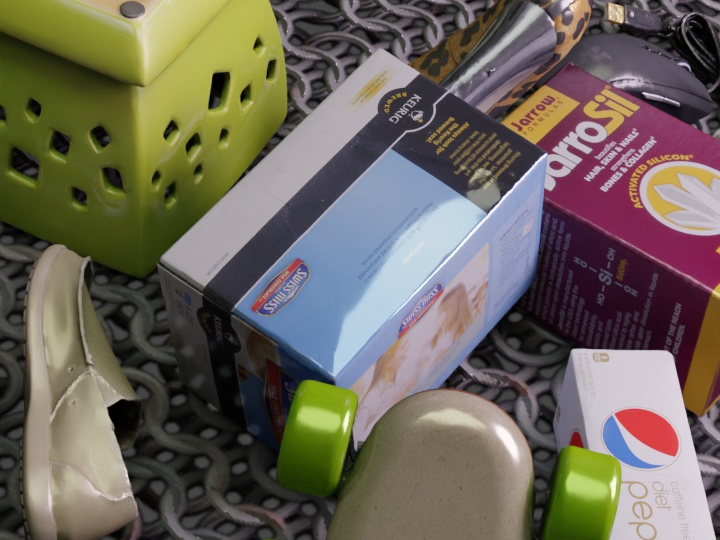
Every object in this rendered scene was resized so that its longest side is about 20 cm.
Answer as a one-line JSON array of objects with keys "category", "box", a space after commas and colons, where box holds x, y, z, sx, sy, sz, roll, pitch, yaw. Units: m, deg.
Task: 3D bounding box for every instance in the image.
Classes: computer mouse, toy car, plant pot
[{"category": "computer mouse", "box": [0.197, -0.156, 1.357, 0.198, 0.046, 0.141, 1, 42, -29]}, {"category": "toy car", "box": [0.036, 0.138, 1.008, 0.163, 0.200, 0.159, 14, 89, 2]}, {"category": "plant pot", "box": [-0.169, -0.148, 1.235, 0.198, 0.182, 0.200, 23, 48, 15]}]

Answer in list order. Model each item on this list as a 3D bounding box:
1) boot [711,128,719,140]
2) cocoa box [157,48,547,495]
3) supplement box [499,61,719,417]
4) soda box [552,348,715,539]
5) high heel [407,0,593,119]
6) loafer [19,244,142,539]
[{"category": "boot", "box": [0.331, -0.052, 1.281, 0.090, 0.073, 0.200, -29, 54, -24]}, {"category": "cocoa box", "box": [0.000, 0.000, 1.119, 0.131, 0.134, 0.200, 33, 62, 22]}, {"category": "supplement box", "box": [0.172, -0.023, 1.211, 0.199, 0.104, 0.131, 30, 49, 22]}, {"category": "soda box", "box": [0.155, 0.139, 1.070, 0.063, 0.068, 0.201, 1, 45, -7]}, {"category": "high heel", "box": [0.081, -0.133, 1.248, 0.142, 0.200, 0.072, -41, 96, -12]}, {"category": "loafer", "box": [-0.158, 0.074, 1.095, 0.068, 0.076, 0.201, 1, 54, -9]}]
